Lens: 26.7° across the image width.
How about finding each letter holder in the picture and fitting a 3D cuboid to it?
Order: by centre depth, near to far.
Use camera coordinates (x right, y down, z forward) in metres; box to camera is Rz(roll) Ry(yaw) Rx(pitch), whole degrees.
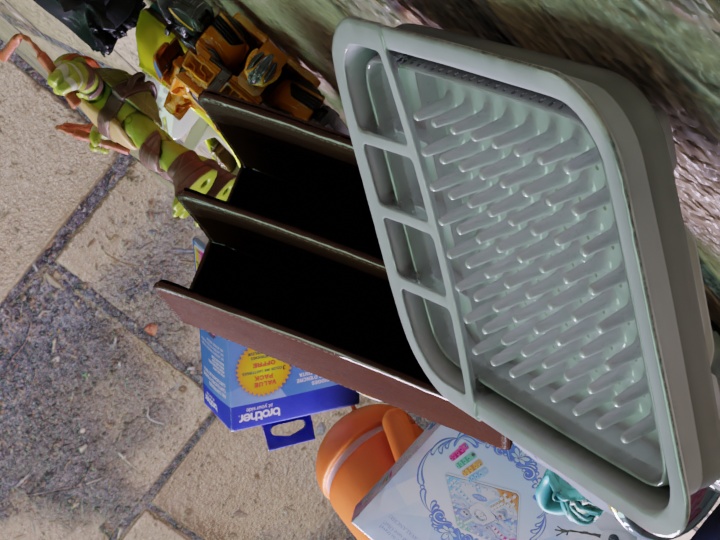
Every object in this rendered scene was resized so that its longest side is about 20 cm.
[{"bbox_3d":[0.000,0.000,0.772,0.198,0.101,0.142,21,169,11],"label":"letter holder"}]

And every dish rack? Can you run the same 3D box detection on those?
[{"bbox_3d":[0.064,-0.010,0.560,0.200,0.043,0.173,31,140,60],"label":"dish rack"}]

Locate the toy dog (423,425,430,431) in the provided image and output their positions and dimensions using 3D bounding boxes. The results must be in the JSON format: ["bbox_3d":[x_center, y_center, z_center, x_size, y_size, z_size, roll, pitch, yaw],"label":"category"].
[{"bbox_3d":[0.096,0.134,1.476,0.096,0.133,0.200,18,168,-9],"label":"toy dog"}]

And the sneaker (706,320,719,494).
[{"bbox_3d":[0.141,0.052,0.676,0.199,0.067,0.091,37,172,4],"label":"sneaker"}]

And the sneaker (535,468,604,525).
[{"bbox_3d":[0.188,0.161,1.155,0.077,0.080,0.200,39,167,-2],"label":"sneaker"}]

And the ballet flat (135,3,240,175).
[{"bbox_3d":[-0.119,-0.114,1.122,0.067,0.067,0.200,38,174,35],"label":"ballet flat"}]

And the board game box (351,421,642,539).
[{"bbox_3d":[0.130,0.203,1.297,0.200,0.199,0.043,41,-166,-4],"label":"board game box"}]

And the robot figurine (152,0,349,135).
[{"bbox_3d":[-0.071,-0.103,0.918,0.145,0.058,0.200,39,175,-5],"label":"robot figurine"}]

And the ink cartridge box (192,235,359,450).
[{"bbox_3d":[-0.075,0.062,1.399,0.076,0.135,0.202,-143,47,-57],"label":"ink cartridge box"}]

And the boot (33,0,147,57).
[{"bbox_3d":[-0.231,-0.224,1.017,0.162,0.074,0.198,36,179,-31],"label":"boot"}]

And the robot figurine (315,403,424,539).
[{"bbox_3d":[0.034,0.205,1.421,0.200,0.117,0.144,48,-177,34],"label":"robot figurine"}]

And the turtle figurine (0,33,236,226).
[{"bbox_3d":[-0.159,-0.101,1.050,0.161,0.064,0.200,41,171,10],"label":"turtle figurine"}]

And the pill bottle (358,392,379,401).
[{"bbox_3d":[0.008,0.016,1.053,0.116,0.117,0.200,38,175,21],"label":"pill bottle"}]

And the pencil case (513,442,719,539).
[{"bbox_3d":[0.139,0.094,0.949,0.090,0.084,0.200,17,-173,-32],"label":"pencil case"}]

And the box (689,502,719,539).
[{"bbox_3d":[0.241,0.246,0.867,0.123,0.199,0.200,43,174,-16],"label":"box"}]
